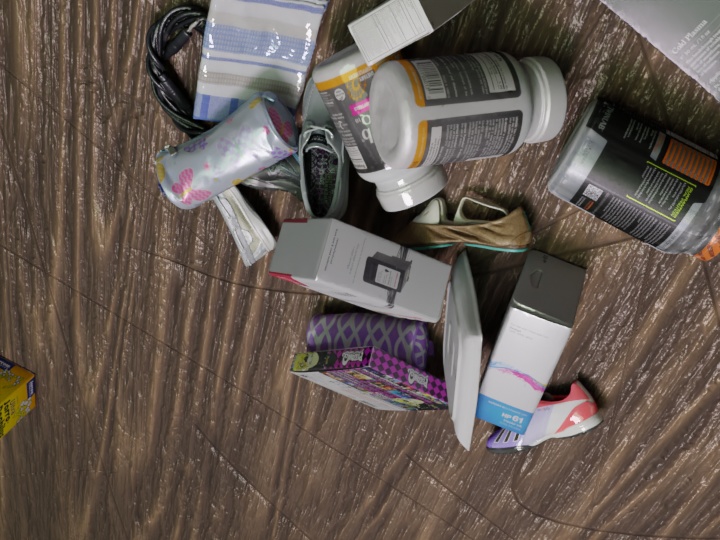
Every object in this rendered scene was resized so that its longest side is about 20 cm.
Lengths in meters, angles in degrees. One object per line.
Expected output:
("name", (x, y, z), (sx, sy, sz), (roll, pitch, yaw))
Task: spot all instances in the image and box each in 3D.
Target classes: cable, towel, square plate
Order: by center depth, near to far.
("towel", (-0.132, -0.272, 0.971), (0.146, 0.024, 0.201), (2, 133, -23))
("square plate", (0.136, 0.106, 1.032), (0.028, 0.199, 0.201), (1, 123, 1))
("cable", (-0.231, -0.261, 1.056), (0.162, 0.051, 0.201), (21, 129, 9))

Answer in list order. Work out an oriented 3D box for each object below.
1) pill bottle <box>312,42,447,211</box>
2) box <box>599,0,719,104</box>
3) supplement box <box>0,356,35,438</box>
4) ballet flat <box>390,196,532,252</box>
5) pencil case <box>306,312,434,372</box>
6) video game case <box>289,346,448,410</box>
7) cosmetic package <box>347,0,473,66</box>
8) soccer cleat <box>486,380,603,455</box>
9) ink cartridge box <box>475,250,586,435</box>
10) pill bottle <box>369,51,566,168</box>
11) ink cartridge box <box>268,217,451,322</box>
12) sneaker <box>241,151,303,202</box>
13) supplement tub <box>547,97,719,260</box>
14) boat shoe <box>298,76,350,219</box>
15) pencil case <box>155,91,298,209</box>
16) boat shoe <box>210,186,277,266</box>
("pill bottle", (0.030, -0.184, 0.944), (0.116, 0.117, 0.201), (-14, 114, 31))
("box", (0.359, -0.301, 0.721), (0.182, 0.104, 0.200), (38, 128, -4))
("supplement box", (-0.796, 0.293, 1.584), (0.109, 0.200, 0.109), (24, 128, 8))
("ballet flat", (0.131, -0.063, 1.014), (0.198, 0.068, 0.073), (1, 101, 26))
("pencil case", (0.014, 0.108, 1.168), (0.198, 0.085, 0.085), (4, 85, 23))
("video game case", (0.024, 0.168, 1.140), (0.199, 0.036, 0.181), (29, 154, -35))
("cosmetic package", (0.066, -0.284, 0.807), (0.082, 0.200, 0.051), (-18, 110, 33))
("soccer cleat", (0.268, 0.226, 1.141), (0.199, 0.068, 0.074), (-29, 82, 40))
("ink cartridge box", (0.226, 0.096, 1.014), (0.084, 0.145, 0.201), (20, 127, 12))
("pill bottle", (0.119, -0.182, 0.841), (0.198, 0.117, 0.117), (-9, 126, -17))
("ink cartridge box", (0.000, 0.000, 1.010), (0.199, 0.084, 0.145), (20, 172, -31))
("sneaker", (-0.108, -0.151, 1.070), (0.198, 0.073, 0.083), (17, 110, 8))
("supplement tub", (0.326, -0.100, 0.855), (0.199, 0.123, 0.123), (29, 128, 6))
("boat shoe", (-0.046, -0.161, 0.984), (0.069, 0.072, 0.203), (0, 96, 9))
("pencil case", (-0.179, -0.159, 1.006), (0.199, 0.083, 0.091), (-24, 97, 21))
("boat shoe", (-0.204, -0.098, 1.122), (0.065, 0.074, 0.202), (-39, 114, -4))
